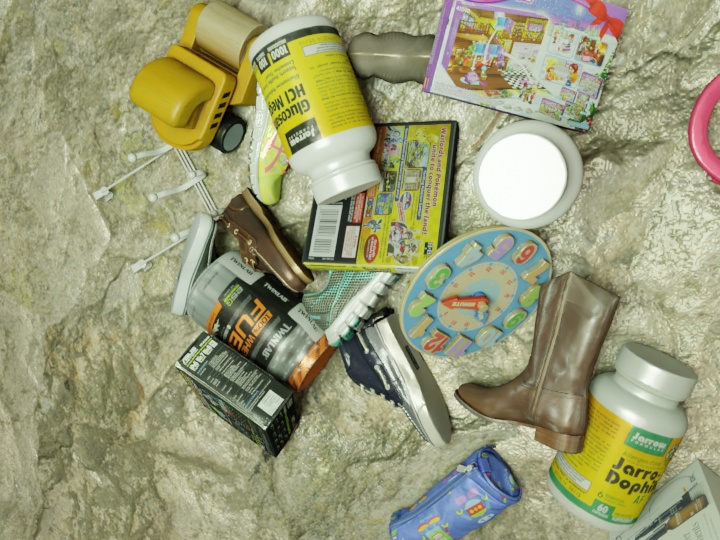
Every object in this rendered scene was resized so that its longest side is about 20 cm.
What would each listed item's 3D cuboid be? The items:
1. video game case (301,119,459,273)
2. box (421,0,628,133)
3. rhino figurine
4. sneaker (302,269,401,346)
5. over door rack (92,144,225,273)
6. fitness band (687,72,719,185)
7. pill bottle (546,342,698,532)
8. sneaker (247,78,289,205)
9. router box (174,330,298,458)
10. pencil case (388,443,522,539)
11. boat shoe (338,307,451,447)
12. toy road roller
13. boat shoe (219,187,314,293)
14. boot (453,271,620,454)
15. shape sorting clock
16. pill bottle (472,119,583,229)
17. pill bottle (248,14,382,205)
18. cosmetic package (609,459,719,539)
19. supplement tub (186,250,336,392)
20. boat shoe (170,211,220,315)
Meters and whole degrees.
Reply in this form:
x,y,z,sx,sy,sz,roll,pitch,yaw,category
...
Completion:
x,y,z,sx,sy,sz,roll,pitch,yaw,category
0.026,-0.095,0.748,0.180,0.026,0.201,3,73,20,video game case
0.181,-0.243,0.650,0.199,0.039,0.137,11,105,-14,box
0.074,-0.256,0.711,0.199,0.087,0.060,9,103,19,rhino figurine
0.000,0.000,0.772,0.091,0.078,0.200,40,87,11,sneaker
-0.318,-0.099,0.898,0.200,0.067,0.148,-29,88,22,over door rack
0.455,-0.143,0.620,0.200,0.037,0.144,24,104,14,fitness band
0.309,0.192,0.691,0.113,0.113,0.201,24,106,15,pill bottle
-0.102,-0.181,0.801,0.090,0.078,0.201,9,116,-5,sneaker
-0.167,0.181,0.832,0.150,0.200,0.062,31,65,12,router box
0.123,0.323,0.802,0.087,0.078,0.200,37,113,-21,pencil case
0.045,0.158,0.809,0.093,0.075,0.200,-29,80,24,boat shoe
-0.216,-0.258,0.788,0.123,0.146,0.200,32,109,12,toy road roller
-0.133,-0.032,0.807,0.070,0.070,0.200,-41,51,2,boat shoe
0.206,0.092,0.709,0.186,0.064,0.201,14,100,44,boot
0.140,0.032,0.702,0.200,0.200,0.039,-46,40,21,shape sorting clock
0.184,-0.104,0.637,0.111,0.200,0.111,4,101,20,pill bottle
-0.048,-0.186,0.702,0.112,0.112,0.201,-21,91,22,pill bottle
0.351,0.315,0.650,0.052,0.200,0.151,41,110,10,cosmetic package
-0.135,0.073,0.830,0.200,0.123,0.123,35,110,11,supplement tub
-0.234,-0.005,0.863,0.056,0.069,0.200,11,134,-21,boat shoe
